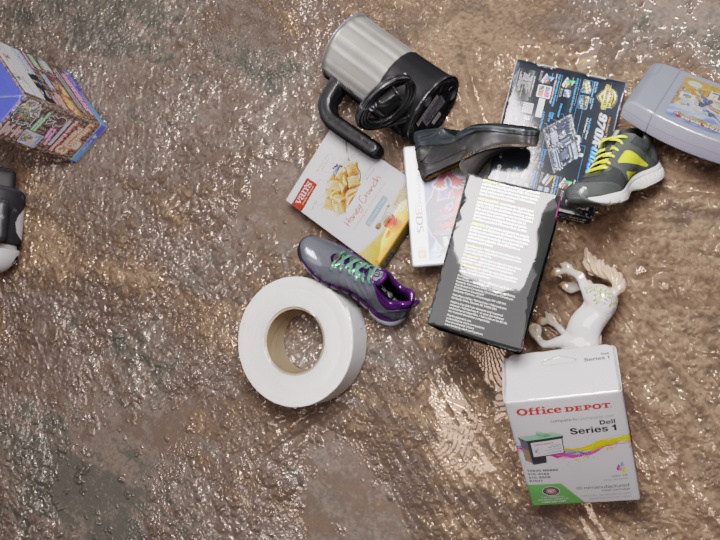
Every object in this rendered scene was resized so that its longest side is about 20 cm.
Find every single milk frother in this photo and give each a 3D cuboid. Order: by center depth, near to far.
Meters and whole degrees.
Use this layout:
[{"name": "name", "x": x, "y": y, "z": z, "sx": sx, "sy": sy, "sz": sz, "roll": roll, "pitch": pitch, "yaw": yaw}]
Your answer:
[{"name": "milk frother", "x": 0.019, "y": -0.286, "z": 1.046, "sx": 0.188, "sy": 0.200, "sz": 0.181, "roll": 39, "pitch": 79, "yaw": 18}]

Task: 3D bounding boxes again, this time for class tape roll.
[{"name": "tape roll", "x": -0.091, "y": 0.112, "z": 1.129, "sx": 0.200, "sy": 0.071, "sz": 0.205, "roll": -2, "pitch": 84, "yaw": 20}]

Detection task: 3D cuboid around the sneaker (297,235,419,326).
[{"name": "sneaker", "x": 0.000, "y": 0.000, "z": 1.066, "sx": 0.199, "sy": 0.088, "sz": 0.075, "roll": 34, "pitch": 61, "yaw": -4}]

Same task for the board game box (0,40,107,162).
[{"name": "board game box", "x": -0.588, "y": -0.303, "z": 1.277, "sx": 0.097, "sy": 0.200, "sz": 0.160, "roll": -42, "pitch": 73, "yaw": 13}]

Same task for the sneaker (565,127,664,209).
[{"name": "sneaker", "x": 0.328, "y": -0.137, "z": 0.939, "sx": 0.074, "sy": 0.199, "sz": 0.086, "roll": -2, "pitch": 107, "yaw": 48}]

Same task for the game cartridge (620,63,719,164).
[{"name": "game cartridge", "x": 0.454, "y": -0.201, "z": 0.936, "sx": 0.199, "sy": 0.133, "sz": 0.042, "roll": 28, "pitch": 138, "yaw": 19}]

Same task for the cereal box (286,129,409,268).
[{"name": "cereal box", "x": -0.005, "y": -0.116, "z": 1.134, "sx": 0.199, "sy": 0.039, "sz": 0.145, "roll": 35, "pitch": 96, "yaw": 19}]

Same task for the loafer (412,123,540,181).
[{"name": "loafer", "x": 0.160, "y": -0.164, "z": 0.990, "sx": 0.199, "sy": 0.072, "sz": 0.073, "roll": 4, "pitch": 97, "yaw": 47}]

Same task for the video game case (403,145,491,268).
[{"name": "video game case", "x": 0.168, "y": -0.103, "z": 1.057, "sx": 0.197, "sy": 0.023, "sz": 0.185, "roll": -5, "pitch": 84, "yaw": 6}]

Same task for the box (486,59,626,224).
[{"name": "box", "x": 0.273, "y": -0.184, "z": 1.015, "sx": 0.157, "sy": 0.046, "sz": 0.203, "roll": 14, "pitch": 88, "yaw": 9}]

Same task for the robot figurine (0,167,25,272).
[{"name": "robot figurine", "x": -0.700, "y": -0.094, "z": 1.344, "sx": 0.123, "sy": 0.150, "sz": 0.203, "roll": 4, "pitch": 86, "yaw": -2}]

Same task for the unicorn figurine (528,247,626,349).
[{"name": "unicorn figurine", "x": 0.304, "y": 0.082, "z": 0.981, "sx": 0.137, "sy": 0.073, "sz": 0.202, "roll": 33, "pitch": 118, "yaw": 41}]

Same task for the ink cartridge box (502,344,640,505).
[{"name": "ink cartridge box", "x": 0.274, "y": 0.205, "z": 0.926, "sx": 0.143, "sy": 0.084, "sz": 0.202, "roll": -10, "pitch": 122, "yaw": 19}]

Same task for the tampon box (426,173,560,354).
[{"name": "tampon box", "x": 0.181, "y": -0.003, "z": 0.954, "sx": 0.125, "sy": 0.150, "sz": 0.202, "roll": 16, "pitch": 86, "yaw": 14}]
